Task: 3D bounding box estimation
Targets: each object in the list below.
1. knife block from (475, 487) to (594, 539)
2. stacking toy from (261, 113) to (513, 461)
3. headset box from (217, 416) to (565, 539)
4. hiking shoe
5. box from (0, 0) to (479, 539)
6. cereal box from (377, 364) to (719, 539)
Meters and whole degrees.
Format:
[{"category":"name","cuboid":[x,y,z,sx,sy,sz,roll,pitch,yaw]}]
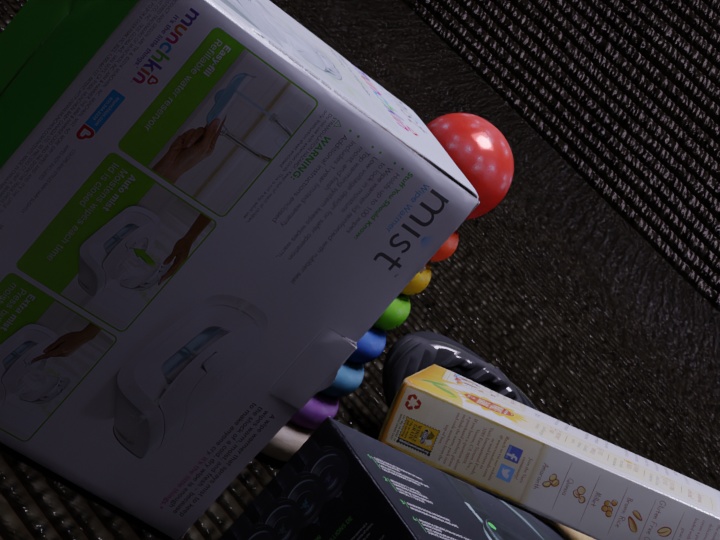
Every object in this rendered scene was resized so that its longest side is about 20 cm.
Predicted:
[{"category":"knife block","cuboid":[0.102,0.168,1.140,0.200,0.064,0.176,32,15,-40]},{"category":"stacking toy","cuboid":[0.000,0.000,1.080,0.085,0.200,0.085,39,12,-10]},{"category":"headset box","cuboid":[0.048,0.169,0.880,0.174,0.093,0.200,29,16,-46]},{"category":"hiking shoe","cuboid":[0.065,0.092,1.315,0.200,0.076,0.101,44,-1,-40]},{"category":"box","cuboid":[-0.085,-0.017,0.867,0.176,0.200,0.097,33,14,-32]},{"category":"cereal box","cuboid":[0.113,0.104,1.041,0.200,0.040,0.144,24,3,8]}]
